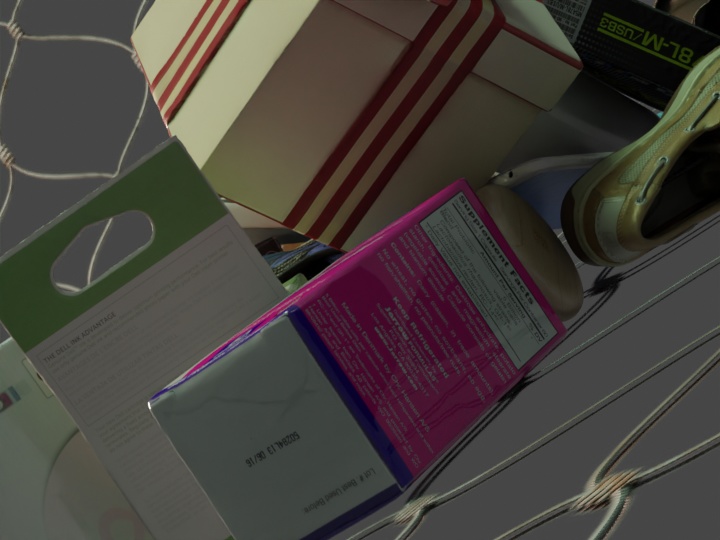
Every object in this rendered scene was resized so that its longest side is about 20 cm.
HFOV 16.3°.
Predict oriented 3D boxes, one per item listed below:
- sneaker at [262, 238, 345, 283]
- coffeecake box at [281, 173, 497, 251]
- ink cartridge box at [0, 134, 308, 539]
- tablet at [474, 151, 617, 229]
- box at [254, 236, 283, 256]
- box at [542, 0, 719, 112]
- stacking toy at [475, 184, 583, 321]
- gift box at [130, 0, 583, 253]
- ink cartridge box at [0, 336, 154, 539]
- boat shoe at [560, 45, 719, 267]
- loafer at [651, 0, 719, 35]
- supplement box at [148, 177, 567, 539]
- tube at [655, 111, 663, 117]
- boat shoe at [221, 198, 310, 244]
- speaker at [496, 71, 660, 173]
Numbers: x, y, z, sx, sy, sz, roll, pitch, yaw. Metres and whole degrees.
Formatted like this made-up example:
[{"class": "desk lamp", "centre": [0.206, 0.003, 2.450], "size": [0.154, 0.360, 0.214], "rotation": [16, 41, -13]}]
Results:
[{"class": "sneaker", "centre": [0.000, 0.000, 1.469], "size": [0.199, 0.076, 0.078], "rotation": [-35, 14, -17]}, {"class": "coffeecake box", "centre": [0.011, -0.013, 1.697], "size": [0.199, 0.073, 0.154], "rotation": [-21, -15, -19]}, {"class": "ink cartridge box", "centre": [-0.090, 0.045, 1.330], "size": [0.145, 0.201, 0.048], "rotation": [-33, 5, 15]}, {"class": "tablet", "centre": [0.132, -0.047, 1.456], "size": [0.199, 0.014, 0.130], "rotation": [-7, -14, -41]}, {"class": "box", "centre": [-0.093, 0.073, 1.600], "size": [0.114, 0.133, 0.200], "rotation": [-31, 2, -19]}, {"class": "box", "centre": [0.167, -0.134, 1.534], "size": [0.193, 0.199, 0.048], "rotation": [-162, 95, -87]}, {"class": "stacking toy", "centre": [0.023, 0.042, 1.376], "size": [0.200, 0.086, 0.085], "rotation": [-38, 1, 20]}, {"class": "gift box", "centre": [-0.009, -0.132, 1.367], "size": [0.187, 0.199, 0.185], "rotation": [-52, 40, 19]}, {"class": "ink cartridge box", "centre": [-0.200, 0.141, 1.389], "size": [0.200, 0.163, 0.057], "rotation": [-35, -1, -30]}, {"class": "boat shoe", "centre": [0.201, -0.067, 1.372], "size": [0.200, 0.072, 0.076], "rotation": [-43, 21, -24]}, {"class": "loafer", "centre": [0.244, -0.166, 1.645], "size": [0.071, 0.074, 0.200], "rotation": [12, 3, -28]}, {"class": "supplement box", "centre": [0.004, 0.047, 1.226], "size": [0.101, 0.104, 0.200], "rotation": [-33, 1, 33]}, {"class": "tube", "centre": [0.225, -0.095, 1.716], "size": [0.199, 0.051, 0.077], "rotation": [-29, 10, -2]}, {"class": "boat shoe", "centre": [-0.021, -0.054, 1.564], "size": [0.199, 0.064, 0.071], "rotation": [-6, -7, -14]}, {"class": "speaker", "centre": [0.118, -0.087, 1.545], "size": [0.081, 0.082, 0.200], "rotation": [-33, -26, 22]}]
